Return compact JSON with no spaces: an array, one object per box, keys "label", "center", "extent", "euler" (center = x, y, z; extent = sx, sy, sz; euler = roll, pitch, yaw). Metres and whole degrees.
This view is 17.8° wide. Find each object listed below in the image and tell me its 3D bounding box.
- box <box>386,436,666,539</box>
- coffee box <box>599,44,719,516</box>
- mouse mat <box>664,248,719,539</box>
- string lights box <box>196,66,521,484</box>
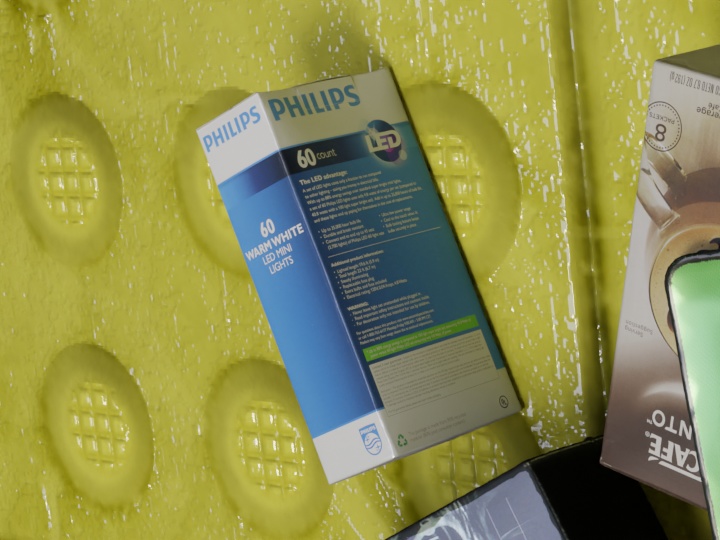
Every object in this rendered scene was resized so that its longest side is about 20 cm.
[{"label":"box","center":[0.072,0.218,1.138],"extent":[0.196,0.124,0.201],"euler":[-32,78,25]},{"label":"coffee box","center":[0.186,0.008,1.047],"extent":[0.113,0.080,0.201],"euler":[21,115,38]},{"label":"mouse mat","center":[0.218,0.083,0.986],"extent":[0.160,0.008,0.201],"euler":[-7,100,35]},{"label":"string lights box","center":[0.000,0.000,1.212],"extent":[0.059,0.103,0.201],"euler":[-27,81,45]}]
